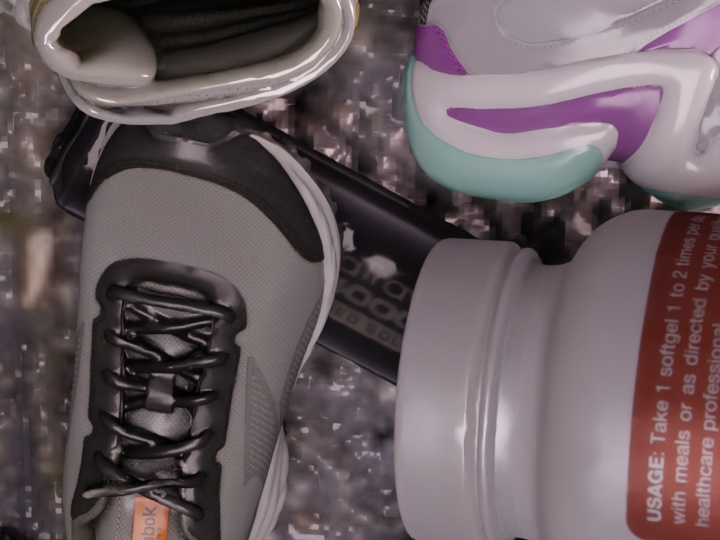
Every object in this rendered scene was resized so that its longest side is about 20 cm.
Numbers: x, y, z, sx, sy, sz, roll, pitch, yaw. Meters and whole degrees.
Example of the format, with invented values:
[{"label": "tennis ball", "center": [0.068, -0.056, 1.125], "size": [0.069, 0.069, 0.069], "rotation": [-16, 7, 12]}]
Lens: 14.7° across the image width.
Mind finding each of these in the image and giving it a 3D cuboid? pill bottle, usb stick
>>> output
[{"label": "pill bottle", "center": [0.115, 0.042, 0.750], "size": [0.199, 0.112, 0.113], "rotation": [6, 116, 14]}, {"label": "usb stick", "center": [0.000, 0.000, 0.843], "size": [0.199, 0.033, 0.056], "rotation": [28, 110, -10]}]

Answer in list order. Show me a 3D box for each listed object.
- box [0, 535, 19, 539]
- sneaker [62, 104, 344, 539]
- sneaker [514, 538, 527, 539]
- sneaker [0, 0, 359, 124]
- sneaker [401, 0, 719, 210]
[{"label": "box", "center": [-0.153, 0.207, 0.882], "size": [0.200, 0.148, 0.104], "rotation": [-38, 112, 19]}, {"label": "sneaker", "center": [-0.051, 0.037, 0.809], "size": [0.073, 0.080, 0.201], "rotation": [11, 132, 6]}, {"label": "sneaker", "center": [0.139, 0.073, 0.859], "size": [0.201, 0.067, 0.108], "rotation": [-31, 138, -3]}, {"label": "sneaker", "center": [-0.093, -0.094, 0.758], "size": [0.199, 0.116, 0.074], "rotation": [4, 117, 2]}, {"label": "sneaker", "center": [0.112, -0.086, 0.772], "size": [0.199, 0.078, 0.141], "rotation": [2, 116, 1]}]
